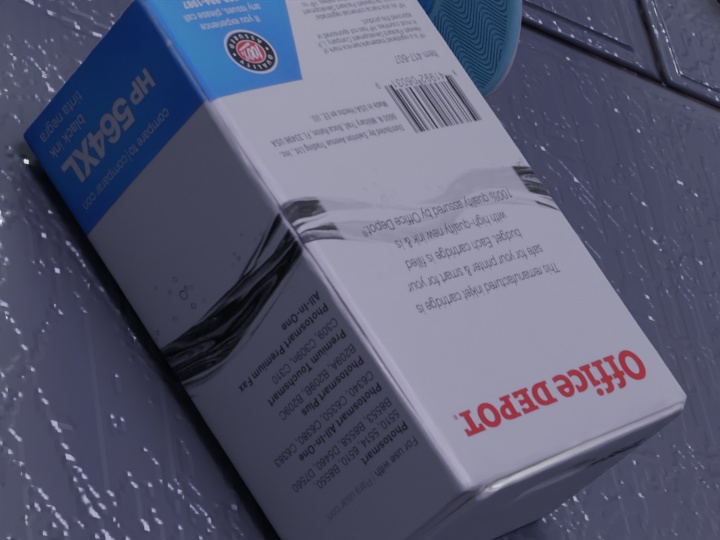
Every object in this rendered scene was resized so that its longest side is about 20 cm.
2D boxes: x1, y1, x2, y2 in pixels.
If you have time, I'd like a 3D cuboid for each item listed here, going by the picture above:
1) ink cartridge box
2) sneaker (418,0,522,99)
[{"bbox_3d":[0.000,0.000,0.891,0.146,0.084,0.201,-15,67,-52],"label":"ink cartridge box"},{"bbox_3d":[0.020,-0.168,1.088,0.131,0.079,0.202,-48,120,-81],"label":"sneaker"}]
